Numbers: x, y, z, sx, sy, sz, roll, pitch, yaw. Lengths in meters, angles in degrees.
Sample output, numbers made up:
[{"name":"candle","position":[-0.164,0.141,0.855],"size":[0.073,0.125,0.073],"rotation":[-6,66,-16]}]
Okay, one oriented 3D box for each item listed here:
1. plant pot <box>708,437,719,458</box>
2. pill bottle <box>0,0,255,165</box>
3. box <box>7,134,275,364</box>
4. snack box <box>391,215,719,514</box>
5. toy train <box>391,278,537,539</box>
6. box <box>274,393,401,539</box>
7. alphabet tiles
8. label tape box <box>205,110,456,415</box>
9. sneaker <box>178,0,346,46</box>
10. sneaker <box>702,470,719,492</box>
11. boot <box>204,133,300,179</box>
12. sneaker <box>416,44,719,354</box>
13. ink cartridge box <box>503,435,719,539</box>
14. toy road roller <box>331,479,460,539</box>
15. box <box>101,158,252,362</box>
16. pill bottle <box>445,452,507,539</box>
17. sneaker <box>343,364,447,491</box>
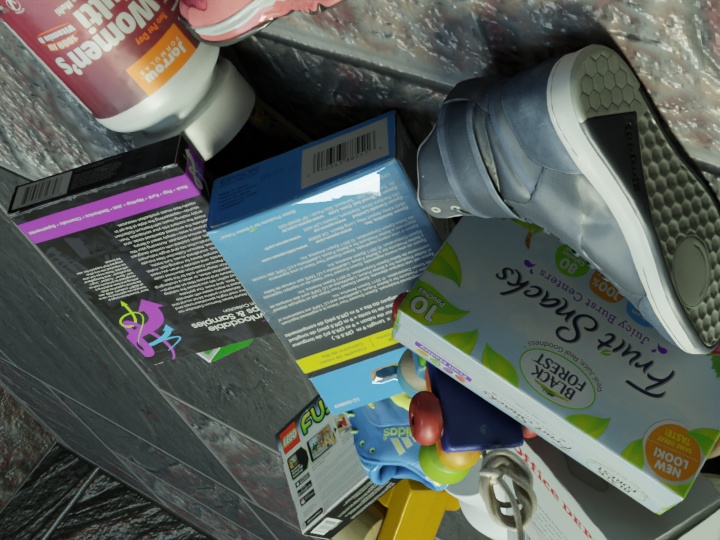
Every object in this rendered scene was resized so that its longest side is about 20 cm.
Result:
[{"name":"plant pot","position":[0.187,0.081,0.923],"size":[0.200,0.027,0.200],"rotation":[21,145,15]},{"name":"pill bottle","position":[-0.168,-0.167,0.893],"size":[0.110,0.110,0.200],"rotation":[8,146,52]},{"name":"box","position":[-0.146,-0.008,0.966],"size":[0.143,0.036,0.200],"rotation":[-14,136,20]},{"name":"snack box","position":[0.139,0.034,0.795],"size":[0.200,0.142,0.053],"rotation":[33,160,7]},{"name":"toy train","position":[0.067,0.113,0.842],"size":[0.085,0.200,0.116],"rotation":[-3,152,-13]},{"name":"box","position":[0.010,0.133,1.111],"size":[0.035,0.200,0.110],"rotation":[21,-144,-39]},{"name":"alphabet tiles","position":[-0.072,-0.083,1.077],"size":[0.166,0.006,0.200],"rotation":[38,160,-5]},{"name":"label tape box","position":[0.000,0.000,0.925],"size":[0.144,0.063,0.200],"rotation":[-19,128,15]},{"name":"sneaker","position":[-0.053,-0.191,0.741],"size":[0.200,0.074,0.087],"rotation":[-3,123,55]},{"name":"sneaker","position":[0.318,0.218,1.002],"size":[0.202,0.077,0.146],"rotation":[27,168,3]},{"name":"boot","position":[-0.070,-0.051,1.054],"size":[0.200,0.077,0.138],"rotation":[33,169,32]},{"name":"sneaker","position":[0.121,-0.033,0.750],"size":[0.146,0.077,0.202],"rotation":[-7,125,47]},{"name":"ink cartridge box","position":[0.175,0.182,0.911],"size":[0.146,0.083,0.200],"rotation":[51,162,36]},{"name":"toy road roller","position":[0.061,0.178,1.187],"size":[0.146,0.200,0.123],"rotation":[12,-166,-38]},{"name":"box","position":[-0.163,-0.009,1.160],"size":[0.176,0.097,0.200],"rotation":[36,-176,4]},{"name":"pill bottle","position":[0.154,0.191,1.111],"size":[0.112,0.112,0.200],"rotation":[13,163,48]},{"name":"sneaker","position":[0.008,0.100,1.001],"size":[0.200,0.105,0.076],"rotation":[28,163,26]}]
